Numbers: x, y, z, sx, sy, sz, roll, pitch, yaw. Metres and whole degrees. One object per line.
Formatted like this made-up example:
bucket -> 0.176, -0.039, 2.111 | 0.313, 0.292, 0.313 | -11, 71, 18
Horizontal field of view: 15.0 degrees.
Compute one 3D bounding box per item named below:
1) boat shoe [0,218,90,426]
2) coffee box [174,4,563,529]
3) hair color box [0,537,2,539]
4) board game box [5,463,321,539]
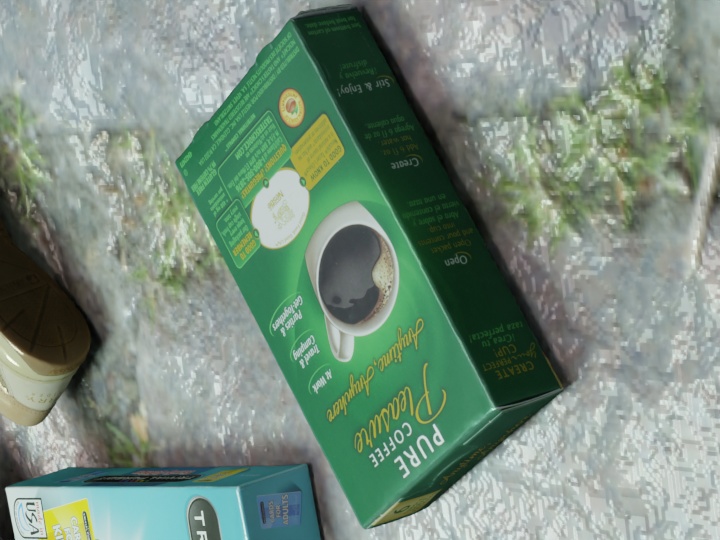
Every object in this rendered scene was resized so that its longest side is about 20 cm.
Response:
boat shoe -> -0.220, -0.004, 1.437 | 0.200, 0.071, 0.065 | 52, 133, 24
coffee box -> 0.000, 0.000, 1.206 | 0.123, 0.044, 0.201 | -47, 65, 45
hair color box -> -0.206, 0.200, 1.435 | 0.100, 0.060, 0.200 | 98, 153, -43
board game box -> -0.092, 0.175, 1.359 | 0.199, 0.047, 0.152 | -6, 96, 50
